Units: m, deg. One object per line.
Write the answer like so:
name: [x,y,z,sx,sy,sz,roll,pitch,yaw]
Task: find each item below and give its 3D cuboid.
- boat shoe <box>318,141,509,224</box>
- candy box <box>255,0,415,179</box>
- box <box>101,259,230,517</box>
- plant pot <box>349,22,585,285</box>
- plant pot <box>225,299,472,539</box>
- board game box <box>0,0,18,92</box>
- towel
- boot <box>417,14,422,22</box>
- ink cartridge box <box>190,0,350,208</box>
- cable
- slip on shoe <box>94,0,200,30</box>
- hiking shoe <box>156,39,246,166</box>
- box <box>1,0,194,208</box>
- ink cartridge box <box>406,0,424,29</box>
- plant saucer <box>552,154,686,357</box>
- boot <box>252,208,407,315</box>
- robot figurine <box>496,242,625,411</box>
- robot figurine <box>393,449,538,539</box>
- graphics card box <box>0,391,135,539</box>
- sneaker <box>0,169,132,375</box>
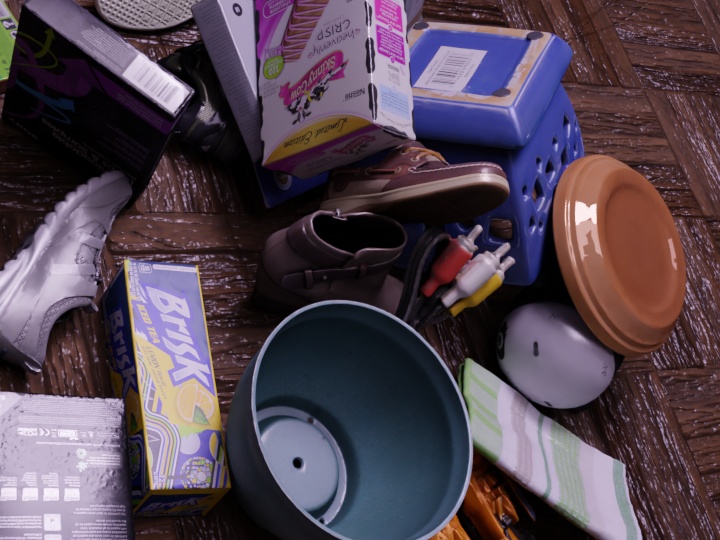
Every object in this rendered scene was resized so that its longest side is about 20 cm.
boat shoe: [0.042,-0.080,1.016,0.072,0.199,0.072,17,72,-41]
candy box: [-0.026,-0.197,1.043,0.061,0.136,0.201,13,68,-48]
box: [-0.160,0.093,0.947,0.070,0.064,0.201,5,57,-30]
plant pot: [0.100,-0.124,1.127,0.199,0.180,0.200,11,42,21]
plant pot: [-0.028,0.142,0.947,0.200,0.134,0.201,16,57,-26]
board game box: [-0.383,-0.185,1.017,0.200,0.030,0.096,-24,74,-44]
towel: [0.174,0.169,1.085,0.200,0.031,0.149,37,18,-10]
boot: [0.013,-0.238,1.289,0.131,0.070,0.201,3,47,-28]
ink cartridge box: [-0.057,-0.183,1.145,0.199,0.040,0.201,-31,103,-52]
cable: [0.053,0.043,1.035,0.050,0.200,0.097,34,-3,45]
slip on shoe: [-0.189,-0.298,1.200,0.200,0.074,0.061,-31,40,-34]
hiking shoe: [-0.148,-0.203,1.145,0.100,0.076,0.201,18,53,-27]
box: [-0.224,-0.137,0.970,0.143,0.200,0.036,36,64,-6]
ink cartridge box: [-0.002,-0.348,1.195,0.164,0.200,0.075,28,54,8]
plant saucer: [0.257,-0.019,1.127,0.200,0.037,0.201,20,61,-41]
boot: [0.000,0.000,1.054,0.199,0.146,0.071,1,63,-31]
robot figurine: [0.213,0.048,1.177,0.150,0.125,0.200,38,47,0]
robot figurine: [0.112,0.246,1.020,0.145,0.058,0.200,-26,75,-41]
graphics card box: [-0.229,0.188,0.848,0.125,0.051,0.201,6,58,-29]
sneaker: [-0.244,0.001,0.962,0.082,0.075,0.200,42,56,-14]
